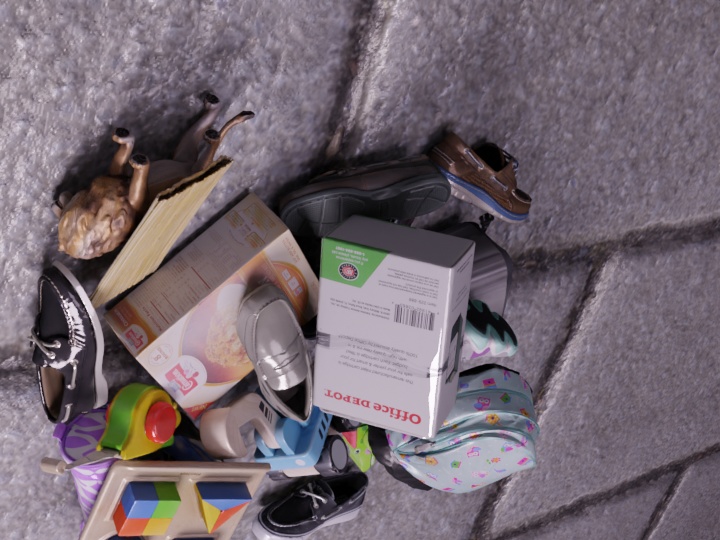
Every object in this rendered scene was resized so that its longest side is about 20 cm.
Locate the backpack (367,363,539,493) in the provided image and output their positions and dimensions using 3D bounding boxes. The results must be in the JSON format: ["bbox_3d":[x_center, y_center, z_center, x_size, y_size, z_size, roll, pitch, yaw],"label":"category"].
[{"bbox_3d":[0.127,0.199,1.413,0.199,0.128,0.166,-26,145,29],"label":"backpack"}]

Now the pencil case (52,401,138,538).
[{"bbox_3d":[-0.283,0.241,1.255,0.085,0.084,0.201,2,131,1],"label":"pencil case"}]

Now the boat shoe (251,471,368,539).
[{"bbox_3d":[-0.063,0.319,1.558,0.199,0.072,0.068,-6,130,-46],"label":"boat shoe"}]

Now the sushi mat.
[{"bbox_3d":[-0.191,-0.031,1.057,0.096,0.012,0.200,-38,175,-44],"label":"sushi mat"}]

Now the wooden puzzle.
[{"bbox_3d":[-0.208,0.282,1.237,0.184,0.046,0.201,7,128,-36],"label":"wooden puzzle"}]

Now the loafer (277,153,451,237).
[{"bbox_3d":[-0.001,-0.085,1.249,0.198,0.063,0.072,-10,141,-19],"label":"loafer"}]

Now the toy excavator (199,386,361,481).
[{"bbox_3d":[-0.101,0.175,1.329,0.201,0.099,0.195,56,37,-34],"label":"toy excavator"}]

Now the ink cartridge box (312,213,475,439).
[{"bbox_3d":[0.033,0.059,1.207,0.084,0.145,0.202,-43,142,-59],"label":"ink cartridge box"}]

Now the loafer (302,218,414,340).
[{"bbox_3d":[0.000,0.000,1.323,0.201,0.072,0.063,-57,147,9],"label":"loafer"}]

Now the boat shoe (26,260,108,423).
[{"bbox_3d":[-0.289,0.075,1.100,0.060,0.074,0.201,-30,150,-29],"label":"boat shoe"}]

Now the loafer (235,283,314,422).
[{"bbox_3d":[-0.081,0.089,1.195,0.070,0.070,0.201,-34,146,-15],"label":"loafer"}]

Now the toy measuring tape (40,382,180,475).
[{"bbox_3d":[-0.242,0.152,1.138,0.074,0.073,0.200,-58,159,16],"label":"toy measuring tape"}]

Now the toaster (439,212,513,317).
[{"bbox_3d":[0.106,0.030,1.421,0.128,0.114,0.201,-20,139,-28],"label":"toaster"}]

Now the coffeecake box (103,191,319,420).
[{"bbox_3d":[-0.146,0.040,1.205,0.200,0.073,0.154,-40,146,-8],"label":"coffeecake box"}]

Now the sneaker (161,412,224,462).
[{"bbox_3d":[-0.205,0.245,1.325,0.089,0.078,0.201,-33,142,-22],"label":"sneaker"}]

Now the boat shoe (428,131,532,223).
[{"bbox_3d":[0.155,-0.112,1.369,0.199,0.072,0.073,15,112,-51],"label":"boat shoe"}]

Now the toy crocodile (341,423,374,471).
[{"bbox_3d":[0.004,0.183,1.501,0.061,0.068,0.201,-14,132,-27],"label":"toy crocodile"}]

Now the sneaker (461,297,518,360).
[{"bbox_3d":[0.073,0.091,1.333,0.198,0.078,0.141,20,122,-16],"label":"sneaker"}]

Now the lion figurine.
[{"bbox_3d":[-0.187,-0.082,1.053,0.199,0.073,0.123,-21,146,-38],"label":"lion figurine"}]
